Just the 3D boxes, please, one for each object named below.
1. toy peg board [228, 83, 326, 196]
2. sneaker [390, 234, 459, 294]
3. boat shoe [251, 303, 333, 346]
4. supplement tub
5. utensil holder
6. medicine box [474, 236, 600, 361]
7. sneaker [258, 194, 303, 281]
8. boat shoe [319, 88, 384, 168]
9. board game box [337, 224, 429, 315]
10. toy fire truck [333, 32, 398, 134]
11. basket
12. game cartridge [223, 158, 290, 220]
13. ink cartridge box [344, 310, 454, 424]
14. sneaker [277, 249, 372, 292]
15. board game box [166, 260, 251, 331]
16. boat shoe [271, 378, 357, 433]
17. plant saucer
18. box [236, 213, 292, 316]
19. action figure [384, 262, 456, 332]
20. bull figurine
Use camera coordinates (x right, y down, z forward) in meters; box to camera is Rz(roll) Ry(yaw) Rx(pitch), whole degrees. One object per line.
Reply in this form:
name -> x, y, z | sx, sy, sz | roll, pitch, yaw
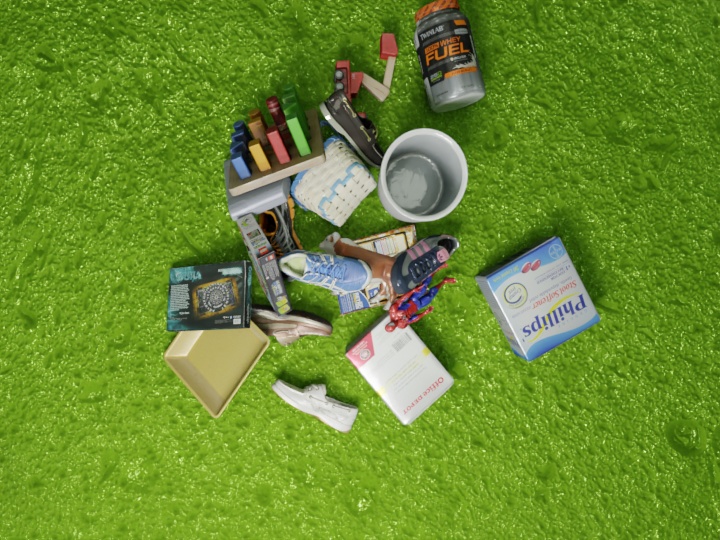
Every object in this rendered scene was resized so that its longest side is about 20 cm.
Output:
toy peg board -> -0.182, -0.272, 1.158 | 0.196, 0.202, 0.099 | -18, 131, 6
sneaker -> 0.132, -0.021, 1.188 | 0.081, 0.200, 0.071 | -11, 114, 40
boat shoe -> -0.156, 0.123, 1.257 | 0.196, 0.076, 0.073 | 10, 95, 7
supplement tub -> 0.182, -0.446, 1.222 | 0.120, 0.123, 0.204 | -15, 92, -1
utensil holder -> 0.118, -0.182, 1.189 | 0.166, 0.200, 0.174 | 0, 92, -1
medicine box -> 0.377, 0.058, 1.254 | 0.180, 0.103, 0.202 | -29, 92, -1
sneaker -> -0.174, -0.065, 1.216 | 0.077, 0.077, 0.203 | 5, 118, 30
boat shoe -> 0.000, -0.287, 1.200 | 0.060, 0.072, 0.201 | -36, 134, 17
board game box -> 0.036, -0.001, 1.268 | 0.196, 0.046, 0.154 | -13, 92, -2
toy fire truck -> 0.012, -0.397, 1.254 | 0.138, 0.049, 0.204 | -3, 94, -5
basket -> -0.079, -0.199, 1.222 | 0.177, 0.139, 0.200 | -47, 66, 4
game cartridge -> -0.210, -0.189, 1.191 | 0.131, 0.201, 0.041 | -20, 133, -1
ink cartridge box -> 0.082, 0.204, 1.257 | 0.145, 0.083, 0.201 | -40, 92, -1
sneaker -> -0.073, 0.003, 1.148 | 0.196, 0.077, 0.077 | 7, 95, 19
board game box -> -0.316, 0.055, 1.216 | 0.197, 0.028, 0.138 | -4, 79, 23
boat shoe -> -0.096, 0.275, 1.264 | 0.198, 0.071, 0.070 | 30, 89, -11
plant saucer -> -0.293, 0.167, 1.227 | 0.199, 0.048, 0.201 | 39, 97, 25
box -> -0.189, -0.007, 1.166 | 0.034, 0.201, 0.111 | -26, 55, -14
action figure -> 0.120, 0.061, 1.209 | 0.199, 0.051, 0.066 | -41, 115, -24
bull figurine -> 0.000, 0.000, 1.212 | 0.197, 0.065, 0.124 | 16, 94, 0
